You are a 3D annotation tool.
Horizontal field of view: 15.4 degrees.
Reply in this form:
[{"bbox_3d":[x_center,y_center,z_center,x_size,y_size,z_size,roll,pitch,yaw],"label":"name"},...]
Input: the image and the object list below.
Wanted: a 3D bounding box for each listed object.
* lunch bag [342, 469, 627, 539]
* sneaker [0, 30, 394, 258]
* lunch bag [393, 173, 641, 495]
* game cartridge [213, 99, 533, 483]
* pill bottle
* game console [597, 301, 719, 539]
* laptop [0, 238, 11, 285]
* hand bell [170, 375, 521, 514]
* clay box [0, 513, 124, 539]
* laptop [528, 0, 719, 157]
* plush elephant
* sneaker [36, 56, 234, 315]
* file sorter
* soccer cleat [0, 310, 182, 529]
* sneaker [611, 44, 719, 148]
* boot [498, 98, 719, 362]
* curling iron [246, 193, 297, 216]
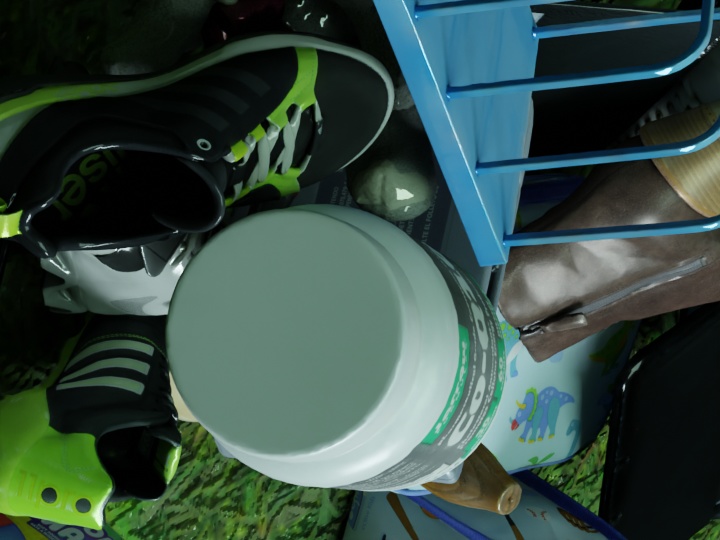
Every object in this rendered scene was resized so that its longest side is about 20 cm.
[{"bbox_3d":[0.082,0.211,1.452,0.124,0.200,0.171,-5,115,-43],"label":"lunch bag"},{"bbox_3d":[-0.064,-0.037,1.020,0.199,0.083,0.072,-14,127,-29],"label":"sneaker"},{"bbox_3d":[0.068,0.027,1.421,0.200,0.082,0.161,-8,120,-46],"label":"lunch bag"},{"bbox_3d":[0.000,0.000,1.249,0.041,0.133,0.201,73,28,-61],"label":"game cartridge"},{"bbox_3d":[-0.008,0.033,1.089,0.113,0.113,0.200,-62,167,1],"label":"pill bottle"},{"bbox_3d":[0.173,0.060,1.530,0.116,0.176,0.200,-6,134,-9],"label":"game console"},{"bbox_3d":[-0.206,0.010,1.066,0.200,0.115,0.188,112,-8,-48],"label":"laptop"},{"bbox_3d":[0.001,0.065,1.270,0.104,0.200,0.104,-28,131,-37],"label":"hand bell"},{"bbox_3d":[-0.180,0.135,1.173,0.200,0.115,0.048,-14,132,-44],"label":"clay box"},{"bbox_3d":[0.127,-0.137,1.341,0.200,0.103,0.177,-56,-174,-28],"label":"laptop"},{"bbox_3d":[-0.050,-0.127,1.128,0.155,0.164,0.201,8,101,-47],"label":"plush elephant"},{"bbox_3d":[-0.095,-0.032,1.130,0.200,0.088,0.074,88,12,-72],"label":"sneaker"},{"bbox_3d":[0.087,-0.123,1.091,0.200,0.122,0.139,65,26,-45],"label":"file sorter"},{"bbox_3d":[-0.111,0.066,1.193,0.200,0.081,0.068,-49,158,-66],"label":"soccer cleat"},{"bbox_3d":[0.183,-0.072,1.437,0.085,0.073,0.200,-48,178,-5],"label":"sneaker"},{"bbox_3d":[0.158,-0.004,1.377,0.166,0.072,0.200,-32,143,8],"label":"boot"},{"bbox_3d":[-0.040,-0.042,1.238,0.050,0.025,0.201,113,-7,-59],"label":"curling iron"}]
